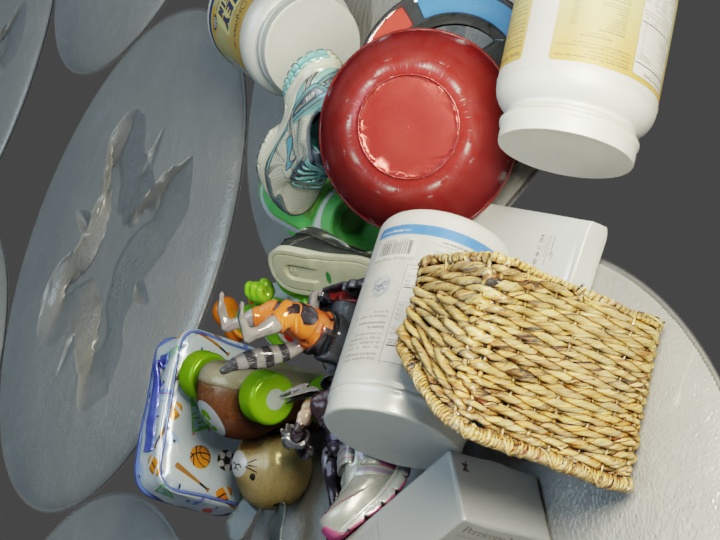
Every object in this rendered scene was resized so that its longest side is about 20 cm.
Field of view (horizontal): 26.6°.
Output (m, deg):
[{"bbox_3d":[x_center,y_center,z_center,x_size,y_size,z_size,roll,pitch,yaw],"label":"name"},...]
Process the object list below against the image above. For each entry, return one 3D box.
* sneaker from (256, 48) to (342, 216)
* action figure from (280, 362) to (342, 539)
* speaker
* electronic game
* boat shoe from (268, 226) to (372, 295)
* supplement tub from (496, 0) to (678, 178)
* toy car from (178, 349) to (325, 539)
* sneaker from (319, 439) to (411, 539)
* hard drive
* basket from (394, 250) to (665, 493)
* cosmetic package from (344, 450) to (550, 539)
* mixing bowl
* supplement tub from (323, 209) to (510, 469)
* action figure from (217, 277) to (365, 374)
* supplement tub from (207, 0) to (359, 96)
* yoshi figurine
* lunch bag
[{"bbox_3d":[-0.053,-0.125,1.579,0.087,0.077,0.201,59,148,38],"label":"sneaker"},{"bbox_3d":[-0.016,0.181,1.510,0.129,0.069,0.202,-14,69,19],"label":"action figure"},{"bbox_3d":[-0.045,-0.074,1.727,0.200,0.088,0.089,29,97,60],"label":"speaker"},{"bbox_3d":[0.090,-0.182,1.499,0.042,0.198,0.202,20,-89,-78],"label":"electronic game"},{"bbox_3d":[0.000,0.000,1.581,0.198,0.068,0.072,17,128,31],"label":"boat shoe"},{"bbox_3d":[0.199,-0.195,1.339,0.144,0.143,0.202,-6,68,57],"label":"supplement tub"},{"bbox_3d":[-0.109,0.199,1.625,0.164,0.156,0.203,10,93,55],"label":"toy car"},{"bbox_3d":[0.008,0.163,1.423,0.201,0.088,0.081,-56,1,-34],"label":"sneaker"},{"bbox_3d":[0.143,0.009,1.427,0.199,0.026,0.133,15,86,60],"label":"hard drive"},{"bbox_3d":[0.125,0.084,1.238,0.142,0.199,0.151,-3,71,56],"label":"basket"},{"bbox_3d":[0.063,0.248,1.343,0.200,0.101,0.072,-46,38,36],"label":"cosmetic package"},{"bbox_3d":[0.049,-0.133,1.431,0.108,0.198,0.202,-13,-53,-82],"label":"mixing bowl"},{"bbox_3d":[0.054,0.060,1.360,0.131,0.131,0.202,-19,47,53],"label":"supplement tub"},{"bbox_3d":[-0.046,0.064,1.507,0.200,0.191,0.106,152,125,-70],"label":"action figure"},{"bbox_3d":[-0.094,-0.295,1.862,0.146,0.143,0.200,-64,31,9],"label":"supplement tub"},{"bbox_3d":[-0.085,0.021,1.719,0.199,0.111,0.114,-14,54,52],"label":"yoshi figurine"},{"bbox_3d":[-0.175,0.168,1.721,0.075,0.159,0.202,-22,56,51],"label":"lunch bag"}]
